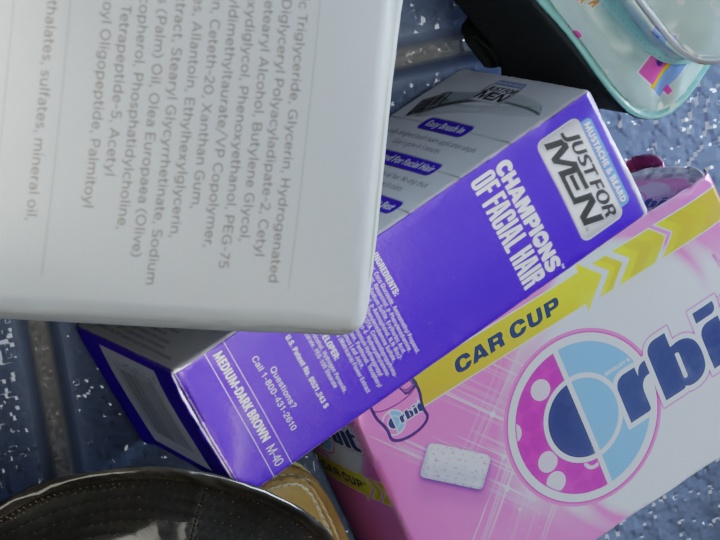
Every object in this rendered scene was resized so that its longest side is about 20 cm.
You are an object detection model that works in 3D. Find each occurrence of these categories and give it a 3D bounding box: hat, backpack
[{"bbox_3d":[-0.069,0.166,0.994,0.201,0.081,0.201,-8,108,-25],"label":"hat"},{"bbox_3d":[0.118,-0.179,1.095,0.176,0.153,0.200,47,71,-18],"label":"backpack"}]

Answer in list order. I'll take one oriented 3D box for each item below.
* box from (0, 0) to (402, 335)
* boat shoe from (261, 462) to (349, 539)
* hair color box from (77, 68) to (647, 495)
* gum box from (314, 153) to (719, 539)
[{"bbox_3d":[-0.101,-0.090,0.974,0.171,0.199,0.200,4,96,-26],"label":"box"},{"bbox_3d":[-0.015,0.174,1.124,0.072,0.076,0.200,-17,105,-22],"label":"boat shoe"},{"bbox_3d":[0.000,0.000,1.086,0.200,0.109,0.065,-36,111,-16],"label":"hair color box"},{"bbox_3d":[0.082,0.046,1.155,0.200,0.066,0.114,-31,111,-18],"label":"gum box"}]
